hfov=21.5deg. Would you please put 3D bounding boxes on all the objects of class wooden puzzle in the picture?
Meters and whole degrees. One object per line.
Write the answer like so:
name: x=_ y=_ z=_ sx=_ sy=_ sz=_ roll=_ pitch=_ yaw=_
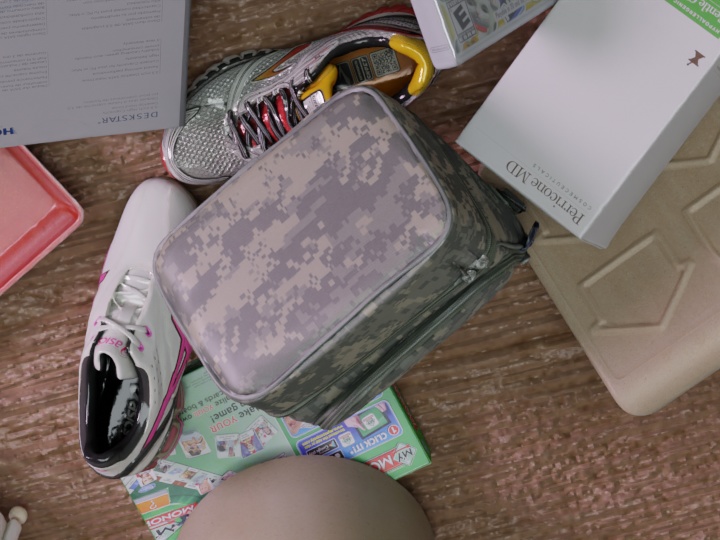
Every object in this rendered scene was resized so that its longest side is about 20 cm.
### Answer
wooden puzzle: x=0.200 y=-0.035 z=1.224 sx=0.185 sy=0.046 sz=0.200 roll=-36 pitch=73 yaw=15

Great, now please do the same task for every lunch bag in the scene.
lunch bag: x=0.000 y=0.000 z=1.187 sx=0.200 sy=0.168 sz=0.140 roll=-41 pitch=64 yaw=11

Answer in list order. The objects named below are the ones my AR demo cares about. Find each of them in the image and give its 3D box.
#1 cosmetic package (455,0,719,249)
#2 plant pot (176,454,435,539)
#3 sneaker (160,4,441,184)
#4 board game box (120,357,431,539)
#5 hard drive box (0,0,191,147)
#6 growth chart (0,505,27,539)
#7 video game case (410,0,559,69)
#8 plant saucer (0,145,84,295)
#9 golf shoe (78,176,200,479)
cosmetic package: x=0.164 y=-0.125 z=1.178 sx=0.107 sy=0.085 sz=0.200 roll=37 pitch=97 yaw=16
plant pot: x=-0.030 y=0.255 z=1.244 sx=0.186 sy=0.200 sz=0.188 roll=-3 pitch=119 yaw=-5
sneaker: x=-0.040 y=-0.112 z=1.218 sx=0.199 sy=0.082 sz=0.078 roll=-26 pitch=104 yaw=8
board game box: x=-0.069 y=0.115 z=1.311 sx=0.199 sy=0.029 sz=0.135 roll=-26 pitch=105 yaw=8
hard drive box: x=-0.183 y=-0.166 z=1.134 sx=0.155 sy=0.077 sz=0.200 roll=-7 pitch=146 yaw=-13
growth chart: x=-0.306 y=0.144 z=1.268 sx=0.200 sy=0.145 sz=0.018 roll=41 pitch=122 yaw=-15
video game case: x=0.076 y=-0.239 z=1.136 sx=0.023 sy=0.200 sz=0.183 roll=-7 pitch=110 yaw=42
plant saucer: x=-0.317 y=-0.050 z=1.262 sx=0.199 sy=0.037 sz=0.200 roll=-40 pitch=101 yaw=11
golf shoe: x=-0.141 y=0.037 z=1.243 sx=0.072 sy=0.092 sz=0.201 roll=7 pitch=90 yaw=9
